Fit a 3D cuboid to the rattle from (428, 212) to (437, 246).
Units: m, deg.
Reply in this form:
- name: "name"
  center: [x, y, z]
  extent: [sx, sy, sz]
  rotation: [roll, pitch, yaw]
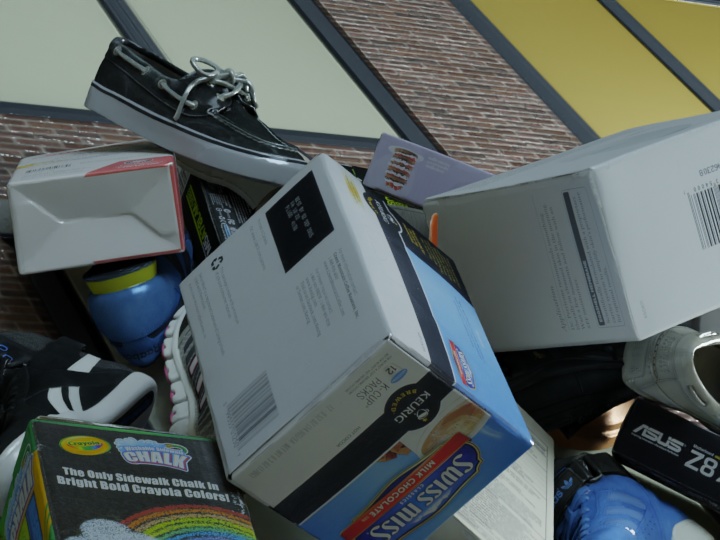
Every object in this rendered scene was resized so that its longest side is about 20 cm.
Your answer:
- name: "rattle"
  center: [0.030, 0.035, 1.630]
  extent: [0.143, 0.200, 0.130]
  rotation: [20, 38, -38]

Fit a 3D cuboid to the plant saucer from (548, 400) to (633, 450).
- name: "plant saucer"
  center: [0.133, 0.051, 1.803]
  extent: [0.200, 0.037, 0.200]
  rotation: [25, 32, -17]

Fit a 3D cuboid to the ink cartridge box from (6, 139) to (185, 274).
- name: "ink cartridge box"
  center: [-0.186, -0.050, 1.705]
  extent: [0.116, 0.068, 0.200]
  rotation: [-8, 10, -3]

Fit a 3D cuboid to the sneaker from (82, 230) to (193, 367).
- name: "sneaker"
  center: [-0.152, 0.021, 1.699]
  extent: [0.066, 0.079, 0.200]
  rotation: [-17, 10, 6]

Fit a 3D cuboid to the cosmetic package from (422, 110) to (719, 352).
- name: "cosmetic package"
  center: [0.188, -0.029, 1.646]
  extent: [0.199, 0.123, 0.200]
  rotation: [-20, 7, -31]

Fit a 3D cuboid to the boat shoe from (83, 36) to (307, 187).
- name: "boat shoe"
  center: [-0.109, -0.114, 1.680]
  extent: [0.199, 0.068, 0.074]
  rotation: [26, 9, 39]

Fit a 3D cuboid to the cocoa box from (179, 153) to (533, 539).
- name: "cocoa box"
  center: [-0.006, 0.055, 1.425]
  extent: [0.131, 0.133, 0.200]
  rotation: [38, 18, -32]

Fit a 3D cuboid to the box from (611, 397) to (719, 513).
- name: "box"
  center: [0.274, 0.155, 1.674]
  extent: [0.200, 0.049, 0.161]
  rotation: [25, -5, 10]

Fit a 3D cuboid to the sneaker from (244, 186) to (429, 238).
- name: "sneaker"
  center: [0.000, 0.000, 1.732]
  extent: [0.200, 0.106, 0.075]
  rotation: [21, 63, -17]

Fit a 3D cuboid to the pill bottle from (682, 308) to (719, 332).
- name: "pill bottle"
  center: [0.283, 0.039, 1.816]
  extent: [0.120, 0.120, 0.200]
  rotation: [19, 1, -3]

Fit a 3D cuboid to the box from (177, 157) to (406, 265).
- name: "box"
  center: [-0.040, -0.029, 1.873]
  extent: [0.193, 0.048, 0.200]
  rotation: [12, 28, -23]

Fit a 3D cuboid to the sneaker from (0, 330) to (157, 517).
- name: "sneaker"
  center: [-0.218, 0.094, 1.497]
  extent: [0.112, 0.073, 0.200]
  rotation: [24, 18, 14]

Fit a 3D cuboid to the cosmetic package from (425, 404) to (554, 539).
- name: "cosmetic package"
  center: [0.061, 0.153, 1.523]
  extent: [0.103, 0.087, 0.200]
  rotation: [42, 23, -13]

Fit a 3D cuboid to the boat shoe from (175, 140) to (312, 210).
- name: "boat shoe"
  center: [-0.062, -0.078, 1.819]
  extent: [0.200, 0.073, 0.063]
  rotation: [31, 33, 31]

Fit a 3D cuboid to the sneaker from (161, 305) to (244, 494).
- name: "sneaker"
  center: [-0.078, 0.079, 1.573]
  extent: [0.074, 0.087, 0.200]
  rotation: [55, 15, -30]

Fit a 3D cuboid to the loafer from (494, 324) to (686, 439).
- name: "loafer"
  center: [0.147, 0.083, 1.700]
  extent: [0.200, 0.070, 0.068]
  rotation: [-14, 30, -11]

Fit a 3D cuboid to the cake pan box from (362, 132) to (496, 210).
- name: "cake pan box"
  center: [0.123, -0.042, 1.872]
  extent: [0.200, 0.052, 0.184]
  rotation: [23, 5, 24]

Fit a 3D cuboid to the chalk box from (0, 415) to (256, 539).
- name: "chalk box"
  center: [-0.137, 0.168, 1.347]
  extent: [0.125, 0.124, 0.200]
  rotation: [10, 27, -19]

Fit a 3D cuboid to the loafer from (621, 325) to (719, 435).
- name: "loafer"
  center: [0.265, 0.083, 1.646]
  extent: [0.200, 0.070, 0.070]
  rotation: [16, -10, -40]

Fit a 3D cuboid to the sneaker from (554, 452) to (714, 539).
- name: "sneaker"
  center: [0.147, 0.179, 1.574]
  extent: [0.111, 0.077, 0.200]
  rotation: [39, 27, 22]
